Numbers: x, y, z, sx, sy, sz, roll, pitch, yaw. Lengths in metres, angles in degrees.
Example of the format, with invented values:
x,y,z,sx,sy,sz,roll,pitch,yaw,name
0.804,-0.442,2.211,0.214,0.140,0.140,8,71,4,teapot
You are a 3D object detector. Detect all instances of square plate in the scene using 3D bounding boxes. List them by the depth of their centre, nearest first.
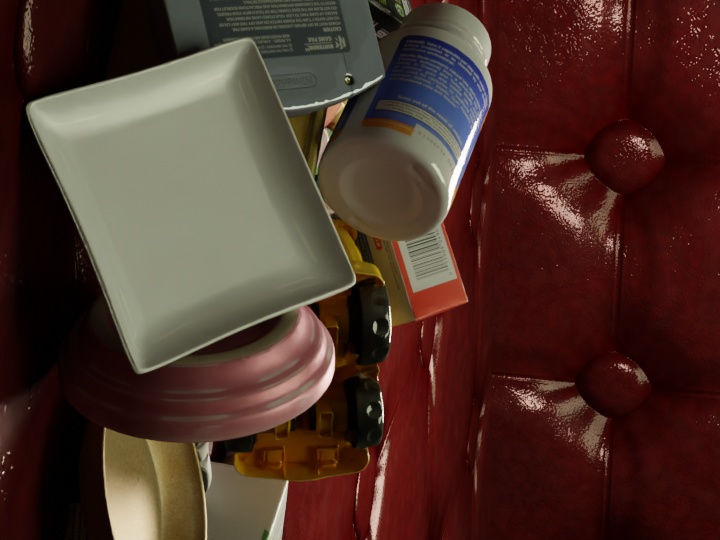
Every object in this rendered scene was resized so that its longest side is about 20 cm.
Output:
x,y,z,sx,sy,sz,roll,pitch,yaw,name
-0.119,-0.048,1.353,0.200,0.028,0.199,-22,87,-36,square plate

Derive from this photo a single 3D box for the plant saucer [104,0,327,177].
x,y,z,sx,sy,sz,roll,pitch,yaw,name
-0.098,-0.138,1.491,0.199,0.048,0.201,24,63,-32,plant saucer

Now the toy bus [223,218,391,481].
x,y,z,sx,sy,sz,roll,pitch,yaw,name
-0.055,0.049,1.621,0.192,0.135,0.201,-106,-163,-60,toy bus

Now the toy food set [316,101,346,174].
x,y,z,sx,sy,sz,roll,pitch,yaw,name
-0.043,-0.143,1.739,0.198,0.049,0.200,-44,160,4,toy food set

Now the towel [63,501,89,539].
x,y,z,sx,sy,sz,roll,pitch,yaw,name
-0.193,0.267,1.520,0.200,0.034,0.194,1,94,-80,towel

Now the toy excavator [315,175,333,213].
x,y,z,sx,sy,sz,roll,pitch,yaw,name
-0.030,-0.047,1.870,0.194,0.100,0.200,-43,178,26,toy excavator

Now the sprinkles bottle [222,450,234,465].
x,y,z,sx,sy,sz,roll,pitch,yaw,name
-0.101,0.190,1.871,0.200,0.068,0.069,-69,160,-57,sprinkles bottle

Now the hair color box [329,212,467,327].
x,y,z,sx,sy,sz,roll,pitch,yaw,name
0.000,0.000,1.685,0.200,0.064,0.111,-19,-91,58,hair color box

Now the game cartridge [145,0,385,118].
x,y,z,sx,sy,sz,roll,pitch,yaw,name
-0.073,-0.182,1.469,0.199,0.041,0.134,-10,88,-40,game cartridge

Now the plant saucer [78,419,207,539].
x,y,z,sx,sy,sz,roll,pitch,yaw,name
-0.169,0.170,1.465,0.200,0.035,0.201,-10,90,-75,plant saucer

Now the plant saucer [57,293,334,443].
x,y,z,sx,sy,sz,roll,pitch,yaw,name
-0.118,0.050,1.380,0.201,0.200,0.051,-66,158,-60,plant saucer

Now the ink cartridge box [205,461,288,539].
x,y,z,sx,sy,sz,roll,pitch,yaw,name
-0.124,0.291,1.687,0.147,0.083,0.201,-72,172,-51,ink cartridge box

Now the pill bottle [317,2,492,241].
x,y,z,sx,sy,sz,roll,pitch,yaw,name
0.045,-0.128,1.581,0.112,0.112,0.200,84,22,-43,pill bottle

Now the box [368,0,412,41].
x,y,z,sx,sy,sz,roll,pitch,yaw,name
-0.039,-0.304,1.648,0.193,0.047,0.201,21,46,-51,box

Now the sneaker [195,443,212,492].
x,y,z,sx,sy,sz,roll,pitch,yaw,name
-0.150,0.089,1.606,0.201,0.075,0.116,98,0,-45,sneaker
